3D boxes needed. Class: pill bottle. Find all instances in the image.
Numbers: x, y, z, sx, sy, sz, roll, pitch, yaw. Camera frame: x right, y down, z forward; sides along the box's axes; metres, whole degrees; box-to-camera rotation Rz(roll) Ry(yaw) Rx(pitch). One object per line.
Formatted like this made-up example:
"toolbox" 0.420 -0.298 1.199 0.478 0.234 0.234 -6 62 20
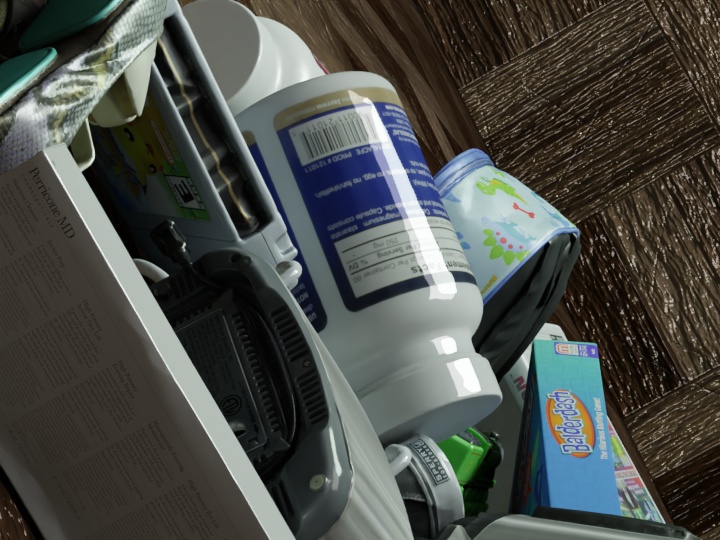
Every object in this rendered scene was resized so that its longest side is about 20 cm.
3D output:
"pill bottle" -0.065 -0.098 1.617 0.200 0.113 0.113 47 16 -58
"pill bottle" 0.000 0.000 1.358 0.200 0.116 0.116 69 10 16

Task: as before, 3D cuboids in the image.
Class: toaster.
"toaster" -0.051 0.086 1.106 0.129 0.113 0.200 56 8 -51

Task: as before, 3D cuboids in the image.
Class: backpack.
"backpack" 0.030 0.017 1.499 0.147 0.200 0.183 42 7 9

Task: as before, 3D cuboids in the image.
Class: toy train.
"toy train" 0.058 0.120 1.476 0.042 0.056 0.200 29 0 11

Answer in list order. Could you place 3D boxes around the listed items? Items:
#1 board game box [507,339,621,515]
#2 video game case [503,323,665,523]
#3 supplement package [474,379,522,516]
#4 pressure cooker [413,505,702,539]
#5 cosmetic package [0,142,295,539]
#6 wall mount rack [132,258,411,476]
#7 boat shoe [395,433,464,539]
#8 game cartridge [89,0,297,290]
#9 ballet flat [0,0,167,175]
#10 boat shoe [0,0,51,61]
"board game box" 0.120 0.156 1.460 0.200 0.045 0.152 -88 -177 -62
"video game case" 0.151 0.117 1.671 0.182 0.023 0.200 62 12 11
"supplement package" 0.090 0.130 1.733 0.200 0.121 0.120 61 11 5
"pressure cooker" 0.099 0.215 1.268 0.179 0.200 0.176 -3 96 -57
"cosmetic package" -0.106 0.055 0.976 0.200 0.082 0.051 61 9 -4
"wall mount rack" -0.059 0.066 1.276 0.174 0.075 0.200 -9 -66 60
"boat shoe" 0.020 0.174 1.363 0.074 0.068 0.200 53 -21 30
"game cartridge" -0.112 -0.078 1.306 0.133 0.040 0.200 12 -49 61
"ballet flat" -0.138 -0.087 1.147 0.072 0.072 0.200 57 38 -19
"boat shoe" -0.193 -0.136 1.175 0.200 0.073 0.065 42 33 -62
